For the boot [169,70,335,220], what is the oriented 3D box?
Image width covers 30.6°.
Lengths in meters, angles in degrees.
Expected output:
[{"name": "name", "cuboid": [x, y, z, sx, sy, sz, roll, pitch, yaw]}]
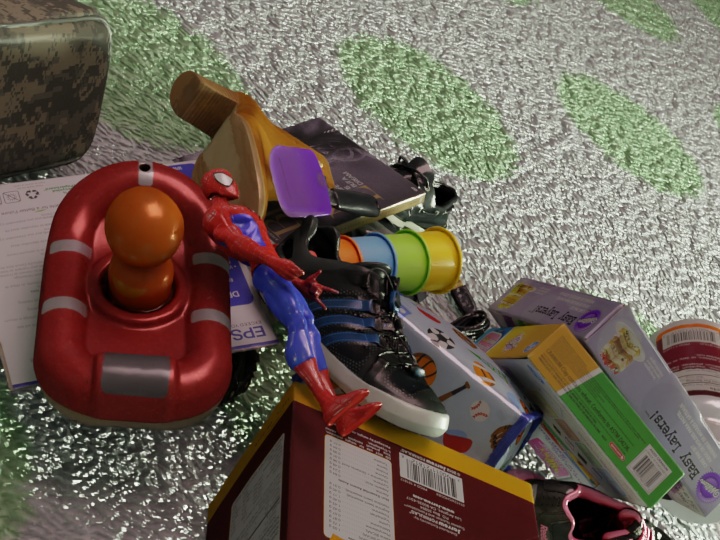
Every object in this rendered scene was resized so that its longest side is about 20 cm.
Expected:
[{"name": "boot", "cuboid": [-0.069, -0.076, 1.047, 0.143, 0.071, 0.202, 27, 24, -40]}]

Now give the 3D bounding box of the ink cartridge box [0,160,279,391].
[{"name": "ink cartridge box", "cuboid": [-0.184, 0.007, 0.975, 0.195, 0.047, 0.201, -8, 51, -23]}]

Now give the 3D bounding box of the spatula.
[{"name": "spatula", "cuboid": [-0.022, -0.062, 1.046, 0.200, 0.020, 0.057, 12, 60, -70]}]

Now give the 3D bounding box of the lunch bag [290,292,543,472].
[{"name": "lunch bag", "cuboid": [0.054, 0.104, 1.057, 0.170, 0.124, 0.200, 42, 8, 11]}]

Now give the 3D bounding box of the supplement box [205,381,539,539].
[{"name": "supplement box", "cuboid": [0.009, 0.217, 0.849, 0.195, 0.133, 0.201, 25, 32, -17]}]

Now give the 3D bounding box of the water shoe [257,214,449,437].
[{"name": "water shoe", "cuboid": [0.000, 0.033, 0.920, 0.200, 0.079, 0.071, 42, 11, 34]}]

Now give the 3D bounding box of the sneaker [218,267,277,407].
[{"name": "sneaker", "cuboid": [-0.106, 0.042, 1.051, 0.072, 0.073, 0.200, 16, 31, 8]}]

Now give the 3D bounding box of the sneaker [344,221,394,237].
[{"name": "sneaker", "cuboid": [-0.028, -0.059, 1.219, 0.199, 0.075, 0.082, 33, 47, 8]}]

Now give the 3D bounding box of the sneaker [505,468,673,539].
[{"name": "sneaker", "cuboid": [0.201, 0.215, 1.053, 0.198, 0.095, 0.080, 26, 63, -30]}]

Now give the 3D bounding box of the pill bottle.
[{"name": "pill bottle", "cuboid": [0.331, 0.146, 1.288, 0.113, 0.115, 0.201, 31, 31, -8]}]

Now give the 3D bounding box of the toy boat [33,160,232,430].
[{"name": "toy boat", "cuboid": [-0.145, -0.002, 0.870, 0.129, 0.132, 0.202, 4, 46, -12]}]

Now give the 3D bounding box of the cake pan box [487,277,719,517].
[{"name": "cake pan box", "cuboid": [0.211, 0.103, 1.106, 0.201, 0.052, 0.184, 53, -9, -18]}]

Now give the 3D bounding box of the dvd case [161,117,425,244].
[{"name": "dvd case", "cuboid": [-0.061, -0.076, 1.158, 0.199, 0.016, 0.148, -23, 48, -40]}]

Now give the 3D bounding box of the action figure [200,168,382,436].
[{"name": "action figure", "cuboid": [-0.052, 0.012, 0.865, 0.201, 0.052, 0.065, 54, 6, 21]}]

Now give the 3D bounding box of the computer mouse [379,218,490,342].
[{"name": "computer mouse", "cuboid": [0.049, -0.005, 1.280, 0.139, 0.046, 0.201, -2, 47, -45]}]

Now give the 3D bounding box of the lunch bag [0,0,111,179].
[{"name": "lunch bag", "cuboid": [-0.317, -0.162, 1.043, 0.166, 0.141, 0.199, 26, 24, 20]}]

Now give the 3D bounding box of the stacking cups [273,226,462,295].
[{"name": "stacking cups", "cuboid": [0.000, 0.000, 1.096, 0.198, 0.061, 0.061, -7, 50, -45]}]

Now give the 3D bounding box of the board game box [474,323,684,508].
[{"name": "board game box", "cuboid": [0.167, 0.116, 1.089, 0.154, 0.040, 0.200, 51, -11, -5]}]

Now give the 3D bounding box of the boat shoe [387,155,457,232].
[{"name": "boat shoe", "cuboid": [0.048, -0.080, 1.300, 0.075, 0.066, 0.199, 45, 10, 30]}]
